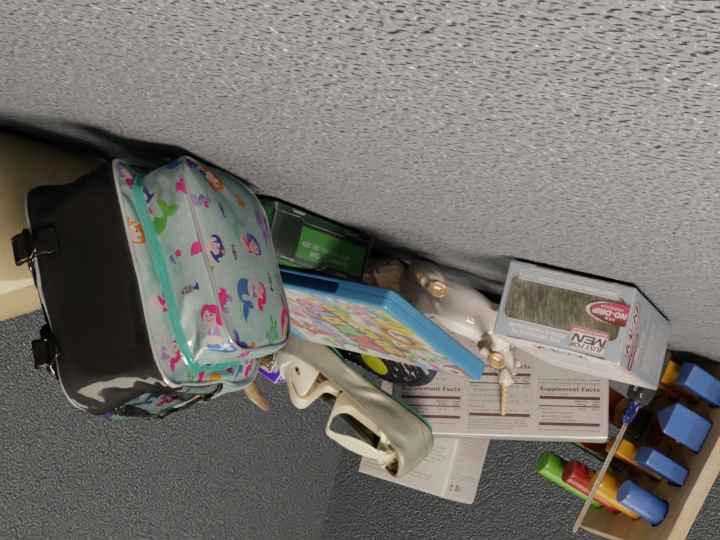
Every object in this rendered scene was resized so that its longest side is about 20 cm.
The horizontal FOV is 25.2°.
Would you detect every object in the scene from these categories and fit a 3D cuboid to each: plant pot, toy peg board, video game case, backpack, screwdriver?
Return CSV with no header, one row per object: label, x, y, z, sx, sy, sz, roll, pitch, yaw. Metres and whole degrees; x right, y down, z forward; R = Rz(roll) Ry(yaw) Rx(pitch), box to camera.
plant pot,-0.292,-0.034,1.240,0.199,0.188,0.187,0,172,12
toy peg board,0.276,0.165,1.614,0.098,0.201,0.199,31,171,-14
video game case,-0.014,0.038,1.305,0.199,0.018,0.143,11,162,41
backpack,-0.135,0.012,1.140,0.150,0.178,0.200,-17,169,10
screwdriver,0.247,0.161,1.562,0.029,0.201,0.028,30,179,12

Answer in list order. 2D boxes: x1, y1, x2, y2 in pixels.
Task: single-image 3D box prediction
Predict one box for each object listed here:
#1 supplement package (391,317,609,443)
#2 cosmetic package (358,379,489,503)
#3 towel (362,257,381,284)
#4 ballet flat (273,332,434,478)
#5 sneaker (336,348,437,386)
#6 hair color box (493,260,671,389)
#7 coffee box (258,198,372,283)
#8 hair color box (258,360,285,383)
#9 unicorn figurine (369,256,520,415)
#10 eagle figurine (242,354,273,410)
supplement package,0.137,0.106,1.537,0.199,0.111,0.156,2,173,8
cosmetic package,0.083,0.130,1.674,0.107,0.201,0.085,14,174,30
towel,0.000,0.000,1.500,0.146,0.030,0.200,13,173,31
ballet flat,-0.024,0.109,1.433,0.200,0.064,0.067,38,154,10
sneaker,0.009,0.046,1.449,0.200,0.078,0.066,16,144,50
hair color box,0.179,0.046,1.264,0.099,0.061,0.200,13,175,20
coffee box,-0.102,-0.032,1.319,0.199,0.044,0.123,10,174,41
hair color box,-0.141,0.043,1.768,0.200,0.065,0.109,32,-172,14
unicorn figurine,0.093,0.045,1.368,0.200,0.074,0.137,46,-178,-10
eagle figurine,-0.156,0.030,1.584,0.150,0.152,0.200,-1,-156,-16
